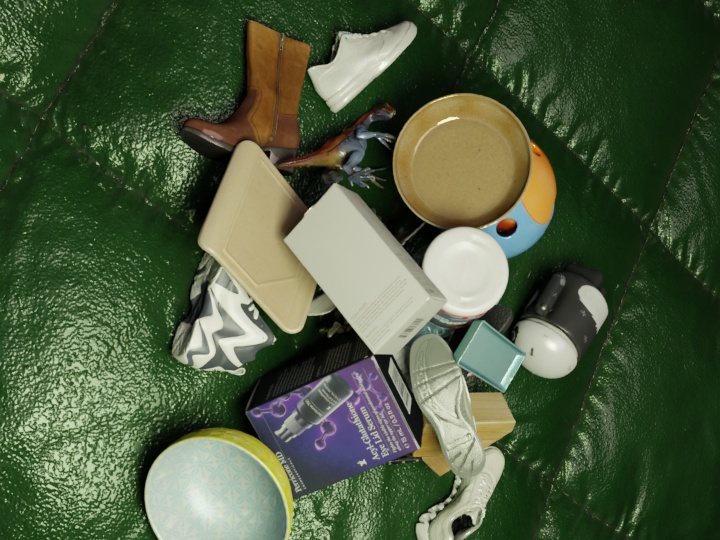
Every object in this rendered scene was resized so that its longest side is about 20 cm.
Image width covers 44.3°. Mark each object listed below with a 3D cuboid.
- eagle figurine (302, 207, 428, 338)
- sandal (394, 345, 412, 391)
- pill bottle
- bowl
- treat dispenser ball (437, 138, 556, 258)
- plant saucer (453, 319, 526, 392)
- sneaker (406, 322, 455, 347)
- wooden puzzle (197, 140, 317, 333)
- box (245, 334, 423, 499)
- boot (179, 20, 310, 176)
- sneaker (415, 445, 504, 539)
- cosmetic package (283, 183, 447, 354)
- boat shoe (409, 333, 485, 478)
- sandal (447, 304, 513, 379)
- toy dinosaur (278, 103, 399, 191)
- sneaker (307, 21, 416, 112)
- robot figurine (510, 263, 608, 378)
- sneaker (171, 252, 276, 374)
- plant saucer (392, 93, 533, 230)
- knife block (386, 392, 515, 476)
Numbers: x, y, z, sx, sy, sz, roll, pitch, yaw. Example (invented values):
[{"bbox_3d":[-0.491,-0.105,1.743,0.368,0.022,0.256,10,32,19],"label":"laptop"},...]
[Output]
[{"bbox_3d":[0.002,0.000,1.275,0.149,0.151,0.204,16,92,0],"label":"eagle figurine"},{"bbox_3d":[0.080,0.154,1.347,0.206,0.059,0.080,39,85,-38],"label":"sandal"},{"bbox_3d":[0.134,0.019,1.259,0.117,0.200,0.122,1,78,-3],"label":"pill bottle"},{"bbox_3d":[-0.170,0.285,1.153,0.203,0.197,0.108,65,18,-11],"label":"bowl"},{"bbox_3d":[0.202,-0.118,1.360,0.197,0.200,0.206,2,86,-31],"label":"treat dispenser ball"},{"bbox_3d":[0.188,0.124,1.277,0.071,0.019,0.199,-58,146,-2],"label":"plant saucer"},{"bbox_3d":[0.137,0.067,1.380,0.198,0.081,0.075,-33,103,-29],"label":"sneaker"},{"bbox_3d":[-0.126,-0.043,1.185,0.200,0.037,0.188,47,44,-36],"label":"wooden puzzle"},{"bbox_3d":[-0.033,0.193,1.198,0.197,0.105,0.150,-26,104,13],"label":"box"},{"bbox_3d":[-0.155,-0.251,1.228,0.185,0.068,0.205,10,81,-30],"label":"boot"},{"bbox_3d":[0.174,0.363,1.389,0.200,0.081,0.076,-48,108,-26],"label":"sneaker"},{"bbox_3d":[0.006,-0.001,1.148,0.201,0.108,0.085,52,15,19],"label":"cosmetic package"},{"bbox_3d":[0.121,0.187,1.242,0.073,0.065,0.205,-23,90,3],"label":"boat shoe"},{"bbox_3d":[0.157,0.131,1.320,0.201,0.075,0.045,-49,126,-14],"label":"sandal"},{"bbox_3d":[-0.008,-0.192,1.288,0.198,0.105,0.184,29,44,-29],"label":"toy dinosaur"},{"bbox_3d":[0.003,-0.332,1.332,0.089,0.075,0.200,48,66,-7],"label":"sneaker"},{"bbox_3d":[0.333,0.083,1.478,0.150,0.124,0.201,43,67,-10],"label":"robot figurine"},{"bbox_3d":[-0.162,0.048,1.203,0.128,0.079,0.203,29,68,-33],"label":"sneaker"},{"bbox_3d":[0.144,-0.149,1.252,0.195,0.035,0.205,-2,77,7],"label":"plant saucer"},{"bbox_3d":[0.109,0.220,1.313,0.198,0.064,0.176,-33,131,9],"label":"knife block"}]
